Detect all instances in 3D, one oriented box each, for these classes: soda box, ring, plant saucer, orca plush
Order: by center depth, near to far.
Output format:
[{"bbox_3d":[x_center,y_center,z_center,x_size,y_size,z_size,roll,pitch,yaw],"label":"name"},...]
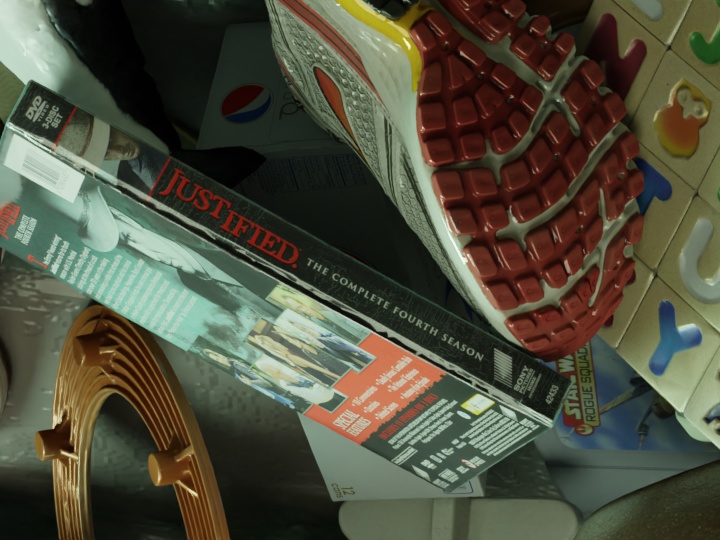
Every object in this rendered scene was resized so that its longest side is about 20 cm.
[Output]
[{"bbox_3d":[-0.100,-0.109,0.959,0.200,0.071,0.105,45,164,-8],"label":"orca plush"},{"bbox_3d":[0.153,0.082,1.012,0.200,0.037,0.200,-16,169,-3],"label":"plant saucer"},{"bbox_3d":[0.000,0.000,1.073,0.063,0.068,0.200,-3,138,15],"label":"soda box"},{"bbox_3d":[-0.091,0.113,1.138,0.019,0.201,0.201,-9,146,-22],"label":"ring"}]

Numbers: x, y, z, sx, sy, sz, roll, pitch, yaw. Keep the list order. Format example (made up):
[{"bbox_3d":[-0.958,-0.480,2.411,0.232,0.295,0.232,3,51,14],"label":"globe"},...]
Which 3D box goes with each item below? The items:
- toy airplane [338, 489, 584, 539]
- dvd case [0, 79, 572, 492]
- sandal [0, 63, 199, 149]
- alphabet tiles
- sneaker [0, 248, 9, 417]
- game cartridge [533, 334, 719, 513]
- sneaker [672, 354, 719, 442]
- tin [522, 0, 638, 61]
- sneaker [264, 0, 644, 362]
[{"bbox_3d":[0.039,0.184,1.142,0.199,0.200,0.141,-38,142,-7],"label":"toy airplane"},{"bbox_3d":[-0.035,0.010,0.985,0.199,0.022,0.146,28,163,-4],"label":"dvd case"},{"bbox_3d":[-0.100,-0.038,1.061,0.080,0.054,0.200,-11,135,23],"label":"sandal"},{"bbox_3d":[0.130,-0.041,0.904,0.006,0.166,0.200,-12,137,-44],"label":"alphabet tiles"},{"bbox_3d":[-0.179,0.053,1.140,0.071,0.113,0.200,12,140,-1],"label":"sneaker"},{"bbox_3d":[0.124,0.028,1.107,0.133,0.042,0.200,-2,139,9],"label":"game cartridge"},{"bbox_3d":[0.157,-0.034,0.934,0.200,0.075,0.106,-39,98,26],"label":"sneaker"},{"bbox_3d":[0.135,-0.055,0.981,0.199,0.042,0.112,-3,117,13],"label":"tin"},{"bbox_3d":[0.024,-0.063,0.949,0.201,0.078,0.082,63,154,-1],"label":"sneaker"}]
